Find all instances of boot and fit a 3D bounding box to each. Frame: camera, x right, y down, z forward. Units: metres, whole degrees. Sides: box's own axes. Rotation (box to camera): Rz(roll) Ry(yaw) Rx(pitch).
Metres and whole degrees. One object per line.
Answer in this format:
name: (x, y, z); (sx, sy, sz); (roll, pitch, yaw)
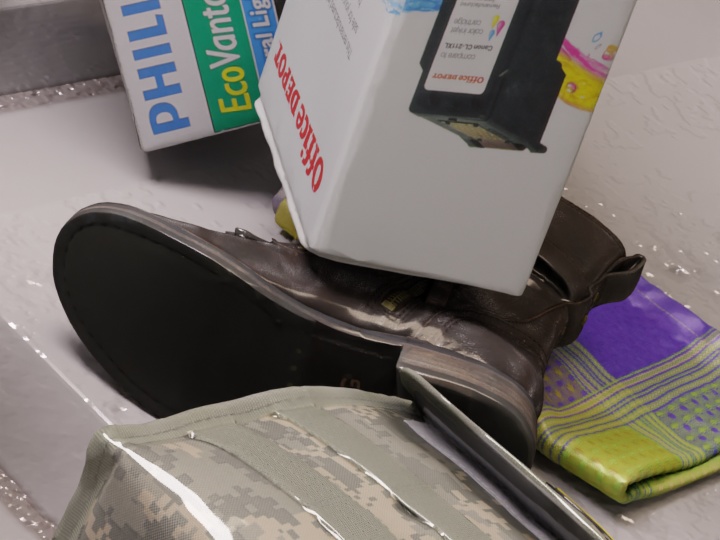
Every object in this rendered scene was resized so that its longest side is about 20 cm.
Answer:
boot: (0.000, 0.000, 0.943); (0.199, 0.069, 0.174); (25, 33, 1)

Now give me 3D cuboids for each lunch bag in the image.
lunch bag: (0.024, 0.116, 0.750); (0.164, 0.118, 0.199); (43, 29, 27)

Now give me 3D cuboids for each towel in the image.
towel: (0.070, 0.014, 1.027); (0.200, 0.023, 0.143); (42, 34, 26)

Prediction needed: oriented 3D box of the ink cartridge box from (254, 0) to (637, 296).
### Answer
ink cartridge box: (0.038, -0.115, 0.895); (0.082, 0.201, 0.146); (12, 25, -17)

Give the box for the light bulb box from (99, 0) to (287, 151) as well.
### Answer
light bulb box: (-0.020, -0.179, 1.008); (0.199, 0.199, 0.125); (-15, 31, -2)
